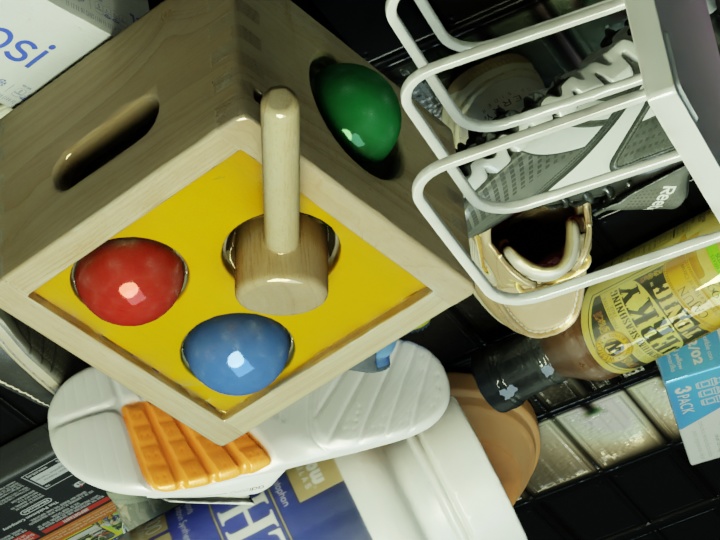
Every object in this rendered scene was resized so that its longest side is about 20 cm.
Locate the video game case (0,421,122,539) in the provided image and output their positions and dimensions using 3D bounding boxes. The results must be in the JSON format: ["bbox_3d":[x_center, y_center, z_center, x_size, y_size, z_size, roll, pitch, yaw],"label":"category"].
[{"bbox_3d":[-0.188,0.159,1.647,0.200,0.026,0.181,-28,144,21],"label":"video game case"}]

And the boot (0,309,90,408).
[{"bbox_3d":[-0.247,0.031,1.375,0.150,0.073,0.200,-28,136,23],"label":"boot"}]

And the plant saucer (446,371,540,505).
[{"bbox_3d":[0.021,0.138,1.656,0.199,0.038,0.200,-14,145,-10],"label":"plant saucer"}]

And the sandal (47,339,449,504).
[{"bbox_3d":[-0.056,0.085,1.368,0.206,0.079,0.059,-6,148,-4],"label":"sandal"}]

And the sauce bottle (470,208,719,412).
[{"bbox_3d":[0.156,0.024,1.523,0.200,0.065,0.065,-30,144,23],"label":"sauce bottle"}]

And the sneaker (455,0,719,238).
[{"bbox_3d":[0.115,-0.057,1.283,0.200,0.091,0.066,-37,-174,-19],"label":"sneaker"}]

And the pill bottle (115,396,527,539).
[{"bbox_3d":[-0.019,0.151,1.408,0.199,0.120,0.120,-28,147,-1],"label":"pill bottle"}]

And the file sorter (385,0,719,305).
[{"bbox_3d":[0.083,-0.108,1.173,0.124,0.201,0.139,-17,148,15],"label":"file sorter"}]

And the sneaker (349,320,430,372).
[{"bbox_3d":[0.000,0.000,1.332,0.066,0.079,0.200,14,-166,11],"label":"sneaker"}]

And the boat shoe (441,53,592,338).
[{"bbox_3d":[0.087,-0.022,1.394,0.073,0.069,0.200,-25,140,-6],"label":"boat shoe"}]

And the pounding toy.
[{"bbox_3d":[-0.051,-0.028,1.157,0.200,0.143,0.184,-32,133,27],"label":"pounding toy"}]

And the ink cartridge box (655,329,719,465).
[{"bbox_3d":[0.276,0.037,1.583,0.199,0.068,0.115,-18,148,7],"label":"ink cartridge box"}]

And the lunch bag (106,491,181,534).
[{"bbox_3d":[-0.030,0.153,1.531,0.199,0.118,0.164,-26,110,4],"label":"lunch bag"}]

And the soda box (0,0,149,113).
[{"bbox_3d":[-0.181,-0.134,1.159,0.068,0.064,0.200,-33,143,28],"label":"soda box"}]
